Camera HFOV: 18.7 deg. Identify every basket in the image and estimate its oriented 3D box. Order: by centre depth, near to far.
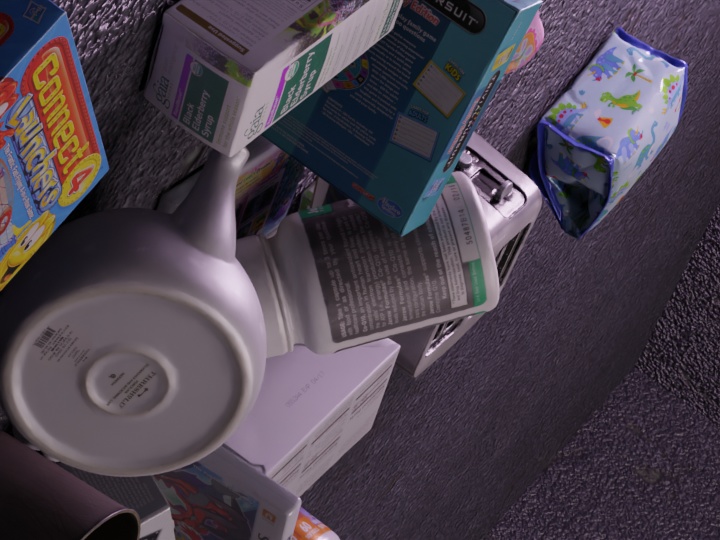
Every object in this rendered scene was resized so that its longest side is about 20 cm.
[{"bbox_3d":[-0.252,0.149,1.313,0.136,0.199,0.181,-42,162,-42],"label":"basket"}]

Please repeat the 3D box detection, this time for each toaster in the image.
[{"bbox_3d":[0.068,-0.011,2.151,0.181,0.118,0.201,-38,159,-45],"label":"toaster"}]

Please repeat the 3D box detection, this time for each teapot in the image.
[{"bbox_3d":[-0.157,0.033,1.474,0.147,0.198,0.198,-97,178,-53],"label":"teapot"}]

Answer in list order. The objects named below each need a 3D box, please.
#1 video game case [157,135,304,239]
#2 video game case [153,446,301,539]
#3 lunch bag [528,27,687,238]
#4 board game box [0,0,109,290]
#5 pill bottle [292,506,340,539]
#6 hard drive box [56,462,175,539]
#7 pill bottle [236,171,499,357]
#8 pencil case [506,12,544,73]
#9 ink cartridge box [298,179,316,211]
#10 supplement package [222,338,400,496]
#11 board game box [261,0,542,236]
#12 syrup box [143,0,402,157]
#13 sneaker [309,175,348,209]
[{"bbox_3d":[-0.114,-0.026,1.722,0.200,0.024,0.183,-38,158,-47],"label":"video game case"},{"bbox_3d":[-0.143,0.177,1.727,0.023,0.199,0.183,-50,166,-33],"label":"video game case"},{"bbox_3d":[0.286,-0.150,2.525,0.170,0.127,0.200,-49,155,-21],"label":"lunch bag"},{"bbox_3d":[-0.234,-0.043,1.223,0.196,0.056,0.200,-50,165,-17],"label":"board game box"},{"bbox_3d":[-0.124,0.218,1.885,0.112,0.199,0.112,-50,166,-18],"label":"pill bottle"},{"bbox_3d":[-0.241,0.220,1.637,0.199,0.077,0.156,-28,159,-13],"label":"hard drive box"},{"bbox_3d":[0.000,0.000,1.706,0.198,0.114,0.113,-15,158,-6],"label":"pill bottle"},{"bbox_3d":[0.088,-0.239,1.665,0.087,0.087,0.201,-47,146,-26],"label":"pencil case"},{"bbox_3d":[-0.013,-0.024,1.974,0.104,0.059,0.201,-44,162,-31],"label":"ink cartridge box"},{"bbox_3d":[-0.093,0.108,1.823,0.200,0.155,0.111,-41,159,-43],"label":"supplement package"},{"bbox_3d":[0.023,-0.151,1.614,0.047,0.151,0.201,-30,152,-58],"label":"board game box"},{"bbox_3d":[-0.052,-0.167,1.479,0.200,0.081,0.079,-43,161,-42],"label":"syrup box"},{"bbox_3d":[0.010,-0.048,1.795,0.067,0.090,0.201,-23,133,-37],"label":"sneaker"}]
